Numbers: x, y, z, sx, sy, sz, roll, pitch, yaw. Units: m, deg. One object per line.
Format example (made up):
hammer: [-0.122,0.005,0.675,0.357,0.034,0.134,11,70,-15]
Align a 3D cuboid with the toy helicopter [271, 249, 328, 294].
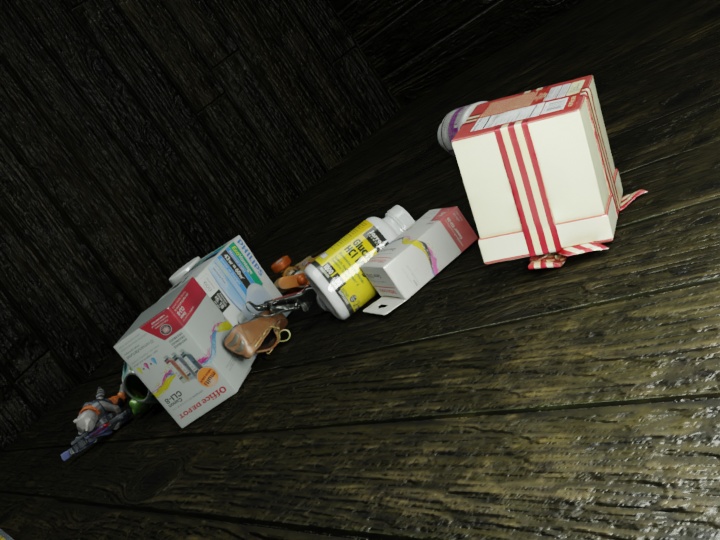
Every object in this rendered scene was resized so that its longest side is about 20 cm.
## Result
toy helicopter: [-0.107,-0.008,2.094,0.199,0.079,0.132,-31,13,13]

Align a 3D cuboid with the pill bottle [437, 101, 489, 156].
pill bottle: [0.238,-0.303,2.117,0.112,0.113,0.200,-38,11,-9]

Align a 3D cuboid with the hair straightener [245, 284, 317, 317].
hair straightener: [-0.114,0.050,1.784,0.197,0.041,0.077,-10,12,-4]

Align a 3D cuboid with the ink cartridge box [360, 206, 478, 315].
ink cartridge box: [0.078,-0.016,1.555,0.200,0.068,0.116,-40,12,-15]

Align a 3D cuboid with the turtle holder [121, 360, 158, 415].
turtle holder: [-0.450,0.218,2.069,0.185,0.142,0.132,-27,16,37]

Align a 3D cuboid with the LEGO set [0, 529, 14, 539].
LEGO set: [-0.657,0.468,1.589,0.116,0.200,0.154,-45,25,-6]

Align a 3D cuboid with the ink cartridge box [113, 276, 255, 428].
ink cartridge box: [-0.315,0.150,1.773,0.145,0.201,0.145,-33,14,19]

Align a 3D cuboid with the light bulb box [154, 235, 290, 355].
light bulb box: [-0.268,0.073,1.938,0.124,0.199,0.200,-27,16,32]

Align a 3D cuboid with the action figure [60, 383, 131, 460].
action figure: [-0.608,0.335,2.199,0.199,0.105,0.193,-34,2,4]

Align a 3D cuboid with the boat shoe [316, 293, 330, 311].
boat shoe: [0.000,0.000,1.749,0.200,0.071,0.070,-43,9,-7]

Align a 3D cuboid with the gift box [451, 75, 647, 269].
gift box: [0.235,-0.113,1.185,0.198,0.189,0.185,-8,23,28]

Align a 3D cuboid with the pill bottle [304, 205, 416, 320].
pill bottle: [0.011,-0.018,1.657,0.199,0.113,0.112,-39,11,-8]

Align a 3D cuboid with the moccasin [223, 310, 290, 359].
moccasin: [-0.179,0.121,1.799,0.074,0.078,0.201,-50,-7,12]

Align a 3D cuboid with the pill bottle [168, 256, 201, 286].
pill bottle: [-0.319,0.073,2.087,0.112,0.201,0.112,-34,11,8]
